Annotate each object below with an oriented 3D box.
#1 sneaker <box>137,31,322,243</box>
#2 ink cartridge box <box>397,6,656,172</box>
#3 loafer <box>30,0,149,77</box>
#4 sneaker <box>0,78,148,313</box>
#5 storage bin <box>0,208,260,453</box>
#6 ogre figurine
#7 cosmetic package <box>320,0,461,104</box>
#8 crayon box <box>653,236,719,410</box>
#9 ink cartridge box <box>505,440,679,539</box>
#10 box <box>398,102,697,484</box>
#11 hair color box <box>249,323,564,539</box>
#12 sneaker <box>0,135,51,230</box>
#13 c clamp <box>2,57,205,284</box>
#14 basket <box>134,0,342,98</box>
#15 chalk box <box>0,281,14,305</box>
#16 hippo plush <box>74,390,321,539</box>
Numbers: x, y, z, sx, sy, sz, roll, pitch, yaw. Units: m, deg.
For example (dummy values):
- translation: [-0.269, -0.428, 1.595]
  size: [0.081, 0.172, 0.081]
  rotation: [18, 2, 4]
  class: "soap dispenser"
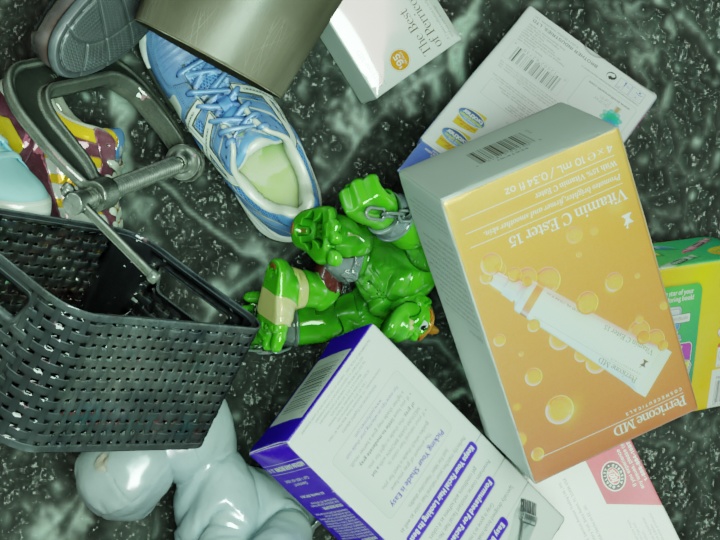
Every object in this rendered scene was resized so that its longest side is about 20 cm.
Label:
- translation: [-0.086, -0.111, 1.172]
  size: [0.076, 0.077, 0.201]
  rotation: [-38, 97, -8]
  class: "sneaker"
- translation: [0.118, -0.092, 1.186]
  size: [0.119, 0.042, 0.200]
  rotation: [36, 54, 5]
  class: "ink cartridge box"
- translation: [-0.164, -0.207, 1.134]
  size: [0.063, 0.072, 0.200]
  rotation: [26, 55, 22]
  class: "loafer"
- translation: [-0.190, -0.052, 1.151]
  size: [0.090, 0.075, 0.201]
  rotation: [-34, 100, -4]
  class: "sneaker"
- translation: [-0.174, 0.038, 1.016]
  size: [0.135, 0.199, 0.094]
  rotation: [34, 103, 28]
  class: "storage bin"
- translation: [0.000, 0.000, 1.158]
  size: [0.119, 0.098, 0.201]
  rotation: [3, 128, -30]
  class: "ogre figurine"
- translation: [-0.016, -0.229, 1.199]
  size: [0.082, 0.051, 0.201]
  rotation: [-35, 99, -9]
  class: "cosmetic package"
- translation: [0.202, 0.046, 1.210]
  size: [0.198, 0.058, 0.120]
  rotation: [-7, 108, -34]
  class: "crayon box"
- translation: [0.129, 0.219, 1.230]
  size: [0.199, 0.085, 0.147]
  rotation: [-29, 98, -13]
  class: "ink cartridge box"
- translation: [0.121, 0.013, 1.063]
  size: [0.123, 0.097, 0.202]
  rotation: [-23, 109, -9]
  class: "box"
- translation: [0.034, 0.146, 1.111]
  size: [0.200, 0.065, 0.110]
  rotation: [45, 60, -12]
  class: "hair color box"
- translation: [-0.275, -0.099, 1.077]
  size: [0.199, 0.074, 0.083]
  rotation: [33, 120, 23]
  class: "sneaker"
- translation: [-0.163, -0.079, 1.103]
  size: [0.171, 0.200, 0.027]
  rotation: [46, 114, -1]
  class: "c clamp"
- translation: [-0.057, -0.229, 1.090]
  size: [0.135, 0.180, 0.201]
  rotation: [26, 93, -38]
  class: "basket"
- translation: [-0.308, 0.020, 1.099]
  size: [0.199, 0.124, 0.125]
  rotation: [35, 84, -12]
  class: "chalk box"
- translation: [-0.106, 0.153, 1.134]
  size: [0.199, 0.159, 0.161]
  rotation: [-37, 100, -9]
  class: "hippo plush"
